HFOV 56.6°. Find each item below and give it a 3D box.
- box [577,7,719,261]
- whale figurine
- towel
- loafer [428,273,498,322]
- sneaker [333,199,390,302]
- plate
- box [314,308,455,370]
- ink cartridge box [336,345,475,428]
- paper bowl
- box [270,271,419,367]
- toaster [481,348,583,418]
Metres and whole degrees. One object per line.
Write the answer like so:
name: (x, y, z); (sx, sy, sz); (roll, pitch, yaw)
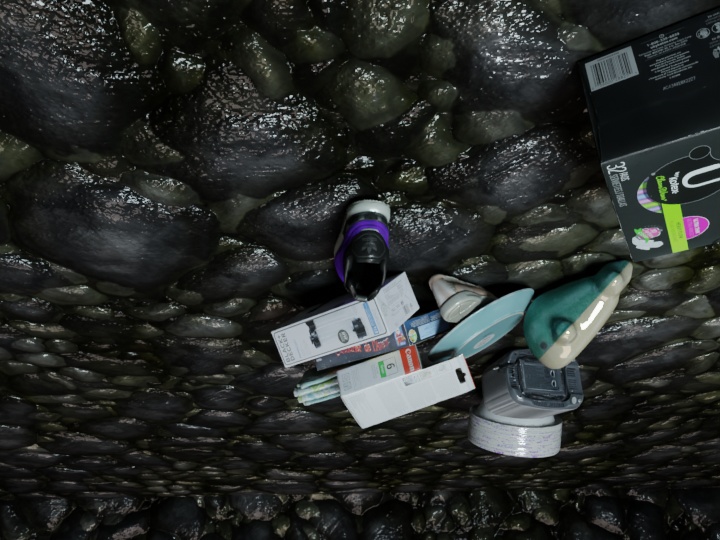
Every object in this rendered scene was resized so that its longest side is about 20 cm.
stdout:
box: (0.311, -0.120, 0.649); (0.146, 0.127, 0.200); (-15, 148, 25)
whale figurine: (0.322, 0.054, 1.010); (0.158, 0.104, 0.202); (-29, 154, -46)
towel: (-0.011, 0.174, 1.166); (0.195, 0.049, 0.171); (-17, 180, 4)
loafer: (0.161, 0.043, 1.017); (0.072, 0.063, 0.199); (-41, 156, 15)
sneaker: (-0.001, 0.000, 0.874); (0.068, 0.102, 0.201); (1, 154, -3)
plate: (0.195, 0.096, 1.052); (0.197, 0.026, 0.201); (-28, 158, -12)
box: (0.036, 0.109, 1.071); (0.197, 0.039, 0.135); (-21, 175, 39)
ink cartridge box: (0.072, 0.172, 1.043); (0.196, 0.051, 0.110); (-21, 137, 6)
paper bowl: (0.330, 0.319, 1.429); (0.195, 0.107, 0.201); (4, -176, 0)
box: (-0.024, 0.074, 0.997); (0.197, 0.061, 0.116); (-22, -174, 33)
toaster: (0.321, 0.224, 1.294); (0.195, 0.116, 0.129); (7, 153, -18)
